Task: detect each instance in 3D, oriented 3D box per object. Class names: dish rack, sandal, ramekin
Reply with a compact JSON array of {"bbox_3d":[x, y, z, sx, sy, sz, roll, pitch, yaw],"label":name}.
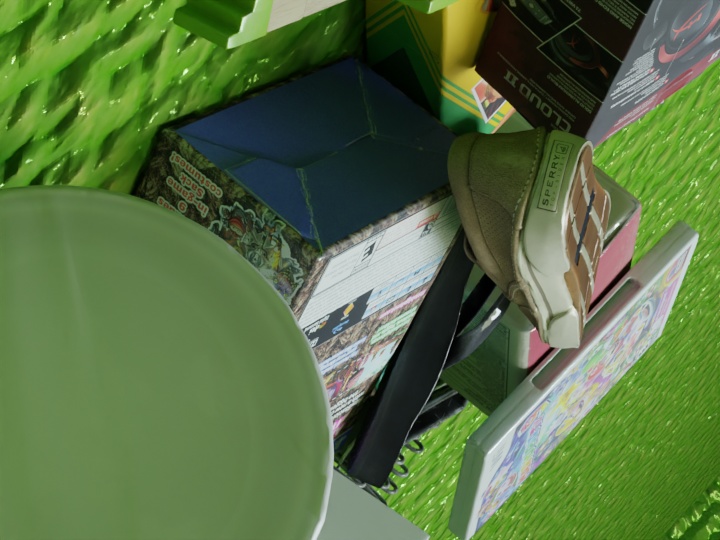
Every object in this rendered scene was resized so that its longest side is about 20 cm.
[{"bbox_3d":[-0.016,0.149,1.430,0.153,0.055,0.200,-22,147,-57],"label":"dish rack"},{"bbox_3d":[0.050,0.023,1.108,0.076,0.043,0.201,-80,-167,-76],"label":"sandal"},{"bbox_3d":[-0.118,0.075,0.819,0.202,0.202,0.094,-43,174,-26],"label":"ramekin"}]

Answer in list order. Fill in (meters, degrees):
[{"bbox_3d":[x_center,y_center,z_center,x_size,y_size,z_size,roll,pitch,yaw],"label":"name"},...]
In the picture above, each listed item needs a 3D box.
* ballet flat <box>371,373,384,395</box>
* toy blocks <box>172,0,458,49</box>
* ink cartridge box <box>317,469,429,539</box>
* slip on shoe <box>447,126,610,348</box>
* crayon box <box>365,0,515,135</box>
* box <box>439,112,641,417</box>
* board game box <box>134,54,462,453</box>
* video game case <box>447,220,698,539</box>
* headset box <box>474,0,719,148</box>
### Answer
[{"bbox_3d":[0.000,0.000,1.161,0.068,0.072,0.200,-60,169,-27],"label":"ballet flat"},{"bbox_3d":[0.000,-0.177,0.794,0.200,0.100,0.137,-31,142,-51],"label":"toy blocks"},{"bbox_3d":[-0.092,0.131,0.946,0.147,0.200,0.083,-58,175,30],"label":"ink cartridge box"},{"bbox_3d":[0.082,-0.016,1.024,0.200,0.060,0.076,56,47,-72],"label":"slip on shoe"},{"bbox_3d":[0.088,-0.162,1.077,0.200,0.058,0.173,-45,162,-19],"label":"crayon box"},{"bbox_3d":[0.086,-0.002,1.285,0.109,0.128,0.200,-47,163,-14],"label":"box"},{"bbox_3d":[-0.048,0.016,1.028,0.159,0.097,0.200,-28,152,-53],"label":"board game box"},{"bbox_3d":[0.129,0.070,1.295,0.200,0.018,0.143,-44,162,-22],"label":"video game case"},{"bbox_3d":[0.145,-0.153,0.999,0.149,0.075,0.200,-36,160,-31],"label":"headset box"}]
